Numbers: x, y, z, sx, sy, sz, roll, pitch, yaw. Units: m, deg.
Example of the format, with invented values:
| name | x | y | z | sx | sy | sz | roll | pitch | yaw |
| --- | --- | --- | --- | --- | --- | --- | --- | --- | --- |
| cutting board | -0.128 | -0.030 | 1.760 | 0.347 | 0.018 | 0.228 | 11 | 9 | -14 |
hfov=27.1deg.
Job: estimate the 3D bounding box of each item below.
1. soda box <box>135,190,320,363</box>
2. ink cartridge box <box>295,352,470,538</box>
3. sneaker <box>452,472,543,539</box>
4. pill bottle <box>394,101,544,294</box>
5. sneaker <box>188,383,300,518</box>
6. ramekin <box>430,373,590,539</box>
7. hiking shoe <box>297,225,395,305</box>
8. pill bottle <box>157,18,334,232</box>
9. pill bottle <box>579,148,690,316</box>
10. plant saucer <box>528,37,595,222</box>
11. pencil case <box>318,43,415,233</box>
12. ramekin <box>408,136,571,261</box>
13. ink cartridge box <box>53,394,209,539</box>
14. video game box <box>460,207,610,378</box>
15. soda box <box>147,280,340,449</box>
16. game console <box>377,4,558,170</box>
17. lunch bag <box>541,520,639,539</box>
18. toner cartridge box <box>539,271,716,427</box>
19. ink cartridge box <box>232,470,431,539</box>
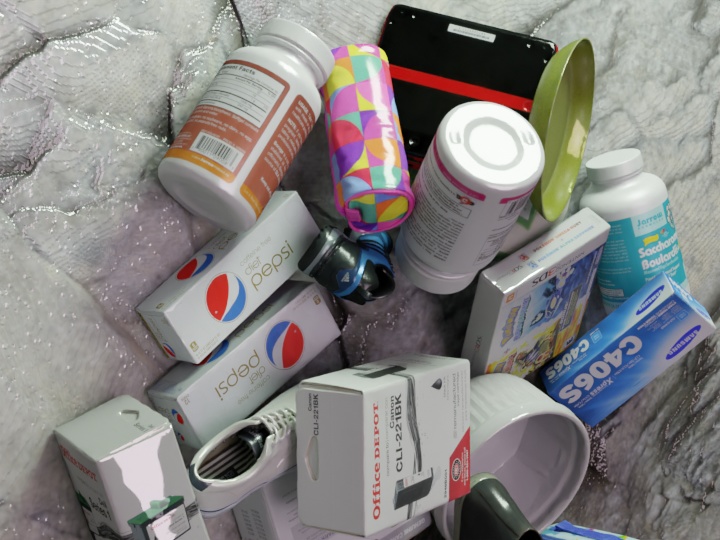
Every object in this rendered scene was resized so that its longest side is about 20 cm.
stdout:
| name | x | y | z | sx | sy | sz | roll | pitch | yaw |
| --- | --- | --- | --- | --- | --- | --- | --- | --- | --- |
| soda box | -0.131 | 0.004 | 1.525 | 0.200 | 0.063 | 0.069 | -45 | 117 | -27 |
| ink cartridge box | 0.027 | 0.171 | 1.503 | 0.199 | 0.083 | 0.146 | -10 | 101 | -53 |
| sneaker | 0.151 | 0.325 | 1.616 | 0.074 | 0.106 | 0.202 | -23 | 128 | -18 |
| pill bottle | 0.105 | -0.069 | 1.539 | 0.112 | 0.201 | 0.115 | 9 | 54 | -12 |
| sneaker | -0.089 | 0.168 | 1.465 | 0.073 | 0.071 | 0.200 | 43 | 60 | 14 |
| ramekin | 0.149 | 0.212 | 1.688 | 0.198 | 0.105 | 0.202 | -18 | 128 | -24 |
| hiking shoe | 0.000 | 0.000 | 1.567 | 0.075 | 0.087 | 0.200 | -51 | 170 | 17 |
| pill bottle | -0.109 | -0.149 | 1.501 | 0.112 | 0.112 | 0.201 | 42 | 68 | -31 |
| pill bottle | 0.334 | -0.044 | 1.847 | 0.110 | 0.110 | 0.202 | -28 | 109 | -32 |
| plant saucer | 0.213 | -0.154 | 1.624 | 0.200 | 0.031 | 0.203 | 14 | 90 | -71 |
| pencil case | 0.001 | -0.139 | 1.550 | 0.088 | 0.088 | 0.202 | 15 | 50 | -37 |
| ramekin | 0.150 | -0.104 | 1.710 | 0.198 | 0.097 | 0.203 | -2 | 94 | -37 |
| ink cartridge box | -0.209 | 0.236 | 1.425 | 0.084 | 0.146 | 0.202 | -23 | 106 | -23 |
| video game box | 0.196 | 0.045 | 1.723 | 0.181 | 0.047 | 0.201 | -28 | 145 | -31 |
| soda box | -0.117 | 0.094 | 1.531 | 0.200 | 0.063 | 0.069 | -40 | 115 | -28 |
| game console | 0.101 | -0.190 | 1.630 | 0.031 | 0.198 | 0.179 | 76 | 31 | -71 |
| lunch bag | 0.273 | 0.388 | 1.771 | 0.082 | 0.199 | 0.163 | -8 | 99 | -43 |
| toner cartridge box | 0.323 | 0.098 | 1.814 | 0.200 | 0.043 | 0.095 | -42 | 126 | 19 |
| ink cartridge box | -0.035 | 0.231 | 1.598 | 0.199 | 0.083 | 0.178 | -25 | 108 | -33 |
